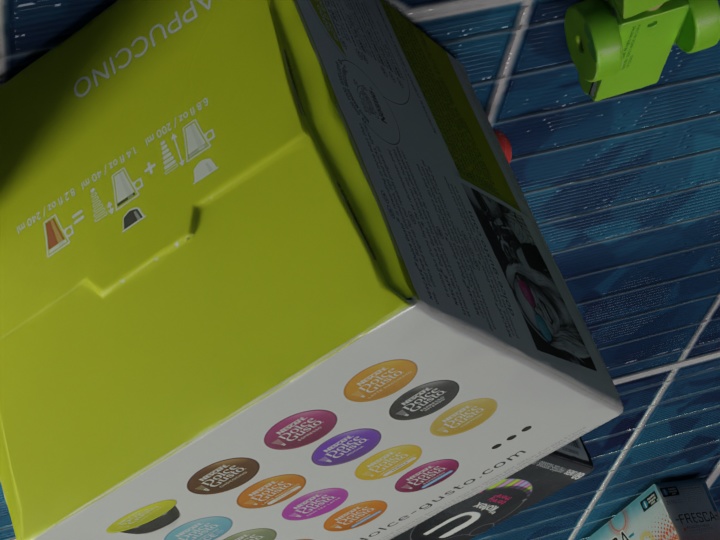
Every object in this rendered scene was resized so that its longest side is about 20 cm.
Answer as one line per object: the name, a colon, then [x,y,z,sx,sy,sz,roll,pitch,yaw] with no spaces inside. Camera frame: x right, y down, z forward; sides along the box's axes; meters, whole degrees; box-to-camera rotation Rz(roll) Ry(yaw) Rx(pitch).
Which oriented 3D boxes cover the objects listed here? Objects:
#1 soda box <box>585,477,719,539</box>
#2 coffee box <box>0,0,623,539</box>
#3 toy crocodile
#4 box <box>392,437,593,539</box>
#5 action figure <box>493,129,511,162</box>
soda box: [0.246,0.265,1.631,0.063,0.069,0.200,-2,148,-35]
coffee box: [-0.041,0.003,0.783,0.199,0.201,0.197,-32,151,19]
toy crocodile: [0.127,-0.139,0.812,0.067,0.062,0.200,-19,158,-6]
box: [0.029,0.121,1.160,0.199,0.107,0.122,-33,151,22]
action figure: [0.000,0.000,0.931,0.199,0.100,0.065,-31,153,13]
